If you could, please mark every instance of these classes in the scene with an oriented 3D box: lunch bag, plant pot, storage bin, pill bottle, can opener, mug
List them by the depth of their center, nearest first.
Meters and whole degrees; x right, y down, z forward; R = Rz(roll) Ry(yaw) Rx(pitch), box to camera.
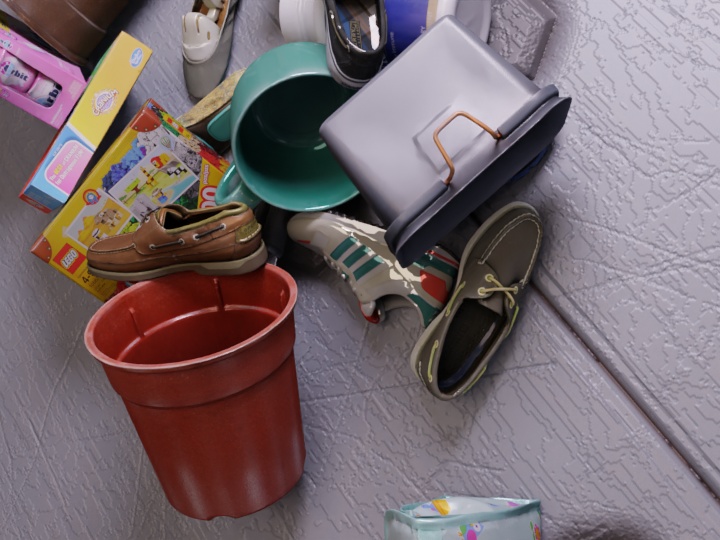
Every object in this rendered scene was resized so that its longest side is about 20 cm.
[{"bbox_3d":[0.083,0.282,0.776,0.122,0.200,0.171,-4,81,24],"label":"lunch bag"},{"bbox_3d":[0.064,-0.121,0.805,0.200,0.146,0.134,-43,79,0],"label":"storage bin"},{"bbox_3d":[-0.143,0.121,0.891,0.200,0.201,0.196,4,119,26],"label":"plant pot"},{"bbox_3d":[-0.071,-0.148,0.922,0.185,0.152,0.114,-12,36,-1],"label":"mug"},{"bbox_3d":[0.023,-0.264,0.940,0.200,0.116,0.116,11,86,27],"label":"pill bottle"},{"bbox_3d":[-0.099,-0.025,1.001,0.053,0.067,0.200,7,72,30],"label":"can opener"},{"bbox_3d":[-0.337,-0.388,1.098,0.198,0.200,0.200,-42,67,5],"label":"plant pot"}]

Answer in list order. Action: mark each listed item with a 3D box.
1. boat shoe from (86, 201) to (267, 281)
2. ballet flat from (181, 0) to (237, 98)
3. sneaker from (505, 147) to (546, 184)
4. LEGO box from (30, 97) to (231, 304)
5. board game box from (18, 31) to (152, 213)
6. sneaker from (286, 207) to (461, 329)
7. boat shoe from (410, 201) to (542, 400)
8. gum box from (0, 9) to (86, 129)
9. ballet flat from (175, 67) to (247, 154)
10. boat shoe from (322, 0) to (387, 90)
[{"bbox_3d":[-0.192,-0.036,0.923,0.200,0.072,0.068,-5,120,15],"label":"boat shoe"},{"bbox_3d":[-0.180,-0.305,1.071,0.067,0.064,0.200,15,88,27],"label":"ballet flat"},{"bbox_3d":[0.106,-0.110,0.897,0.200,0.078,0.075,-37,69,16],"label":"sneaker"},{"bbox_3d":[-0.237,-0.062,1.007,0.149,0.077,0.200,38,103,-18],"label":"LEGO box"},{"bbox_3d":[-0.320,-0.166,1.054,0.153,0.040,0.200,-4,58,64],"label":"board game box"},{"bbox_3d":[0.001,0.000,0.932,0.199,0.070,0.094,16,83,24],"label":"sneaker"},{"bbox_3d":[0.118,0.031,0.863,0.202,0.072,0.060,-61,19,9],"label":"boat shoe"},{"bbox_3d":[-0.403,-0.246,1.089,0.066,0.113,0.200,-56,32,8],"label":"gum box"},{"bbox_3d":[-0.180,-0.166,1.054,0.200,0.071,0.071,-32,70,18],"label":"ballet flat"},{"bbox_3d":[-0.008,-0.266,0.844,0.069,0.057,0.200,-5,73,-17],"label":"boat shoe"}]
